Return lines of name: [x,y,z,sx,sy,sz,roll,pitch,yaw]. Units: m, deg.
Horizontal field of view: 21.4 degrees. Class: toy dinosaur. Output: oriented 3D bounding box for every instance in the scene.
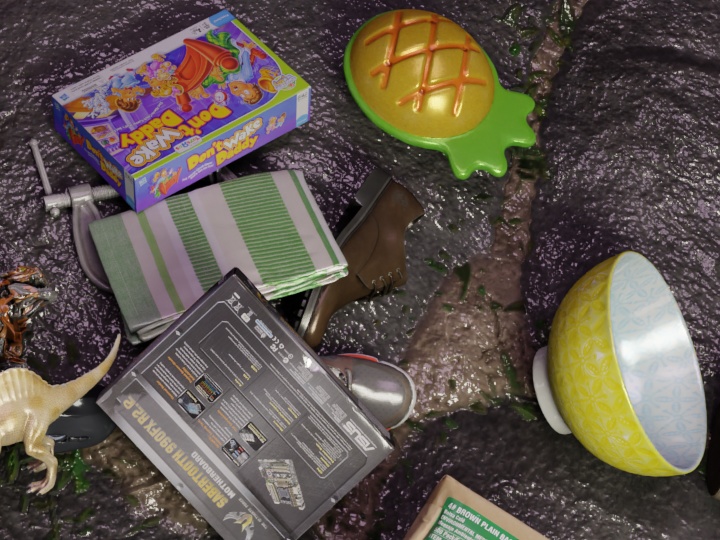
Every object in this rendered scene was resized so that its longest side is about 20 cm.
toy dinosaur: [-0.264,0.121,1.524,0.199,0.102,0.058,-16,24,-31]
toy dinosaur: [-0.333,0.085,1.608,0.200,0.102,0.136,-50,60,10]

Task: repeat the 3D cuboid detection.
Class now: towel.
towel: [-0.126,-0.018,1.674,0.199,0.023,0.153,-18,48,-10]

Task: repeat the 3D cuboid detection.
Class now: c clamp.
c clamp: [-0.191,-0.059,1.736,0.198,0.027,0.172,-7,64,-14]

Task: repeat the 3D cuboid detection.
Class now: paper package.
paper package: [0.111,0.283,1.521,0.199,0.191,0.104,32,60,8]

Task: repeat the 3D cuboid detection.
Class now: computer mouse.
computer mouse: [-0.278,0.139,1.573,0.199,0.059,0.034,-16,52,-36]

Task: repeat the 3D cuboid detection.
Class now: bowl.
bowl: [0.216,0.093,1.679,0.107,0.200,0.201,-19,58,28]

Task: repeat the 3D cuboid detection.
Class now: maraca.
maraca: [0.074,-0.168,1.802,0.200,0.107,0.137,40,69,11]

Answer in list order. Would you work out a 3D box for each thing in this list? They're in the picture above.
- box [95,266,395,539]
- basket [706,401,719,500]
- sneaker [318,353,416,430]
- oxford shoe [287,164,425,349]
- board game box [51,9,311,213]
box: [-0.093,0.124,1.574,0.158,0.048,0.200,-43,96,5]
basket: [0.416,0.165,1.683,0.198,0.136,0.181,13,66,0]
sneaker: [-0.050,0.105,1.635,0.198,0.082,0.078,5,85,-3]
oxford shoe: [0.000,0.000,1.720,0.084,0.073,0.201,34,64,-3]
board game box: [-0.163,-0.150,1.757,0.199,0.045,0.134,-31,57,-27]
